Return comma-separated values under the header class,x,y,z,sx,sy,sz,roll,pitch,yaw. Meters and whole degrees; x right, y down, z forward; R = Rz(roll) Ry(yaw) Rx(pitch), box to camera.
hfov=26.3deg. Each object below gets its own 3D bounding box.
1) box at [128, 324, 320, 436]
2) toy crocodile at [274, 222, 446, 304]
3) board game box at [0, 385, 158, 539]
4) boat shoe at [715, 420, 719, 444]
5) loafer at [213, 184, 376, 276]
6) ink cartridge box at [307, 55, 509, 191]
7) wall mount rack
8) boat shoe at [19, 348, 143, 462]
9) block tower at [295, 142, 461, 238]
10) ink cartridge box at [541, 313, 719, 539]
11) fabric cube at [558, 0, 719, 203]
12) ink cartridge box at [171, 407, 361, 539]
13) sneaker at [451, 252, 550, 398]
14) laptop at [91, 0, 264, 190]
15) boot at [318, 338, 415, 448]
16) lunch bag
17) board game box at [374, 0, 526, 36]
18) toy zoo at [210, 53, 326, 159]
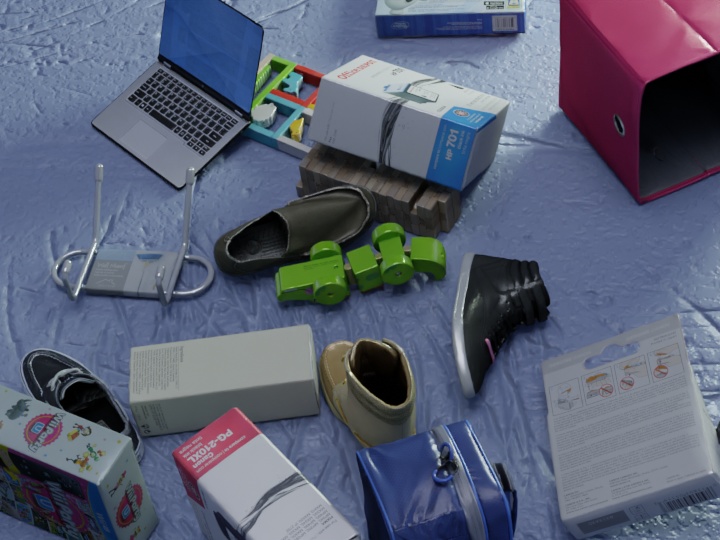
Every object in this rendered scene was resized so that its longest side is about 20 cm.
class,x,y,z,sx,sy,sz,roll,pitch,yaw
box,-0.146,0.119,1.663,0.199,0.068,0.082,-6,49,2
toy crocodile,0.000,0.000,1.760,0.199,0.062,0.068,-15,49,1
board game box,-0.314,0.202,1.559,0.200,0.148,0.064,17,52,22
boat shoe,0.449,0.168,1.537,0.199,0.068,0.074,7,34,-18
loafer,-0.073,-0.043,1.781,0.200,0.070,0.075,-24,90,-3
ink cartridge box,0.058,-0.178,1.837,0.200,0.086,0.146,21,25,13
wall mount rack,-0.267,-0.039,1.814,0.199,0.075,0.174,3,49,10
boat shoe,-0.309,0.136,1.669,0.072,0.068,0.200,-33,52,-21
block tower,0.018,-0.098,1.840,0.200,0.058,0.054,18,52,23
ink cartridge box,0.271,0.157,1.552,0.161,0.050,0.200,-21,43,19
fabric cube,0.363,-0.239,1.824,0.200,0.196,0.200,-22,50,-11
ink cartridge box,-0.082,0.252,1.484,0.084,0.145,0.200,-35,53,-20
sneaker,0.155,0.054,1.675,0.099,0.071,0.200,-2,44,13
laptop,-0.233,-0.241,1.938,0.187,0.116,0.200,35,73,33
boot,0.006,0.113,1.588,0.073,0.156,0.200,-20,49,-10
lunch bag,0.080,0.235,1.441,0.132,0.200,0.136,-15,43,-9
board game box,0.128,-0.398,2.099,0.199,0.043,0.199,1,49,9
toy zoo,-0.074,-0.203,1.969,0.200,0.020,0.131,24,56,26
